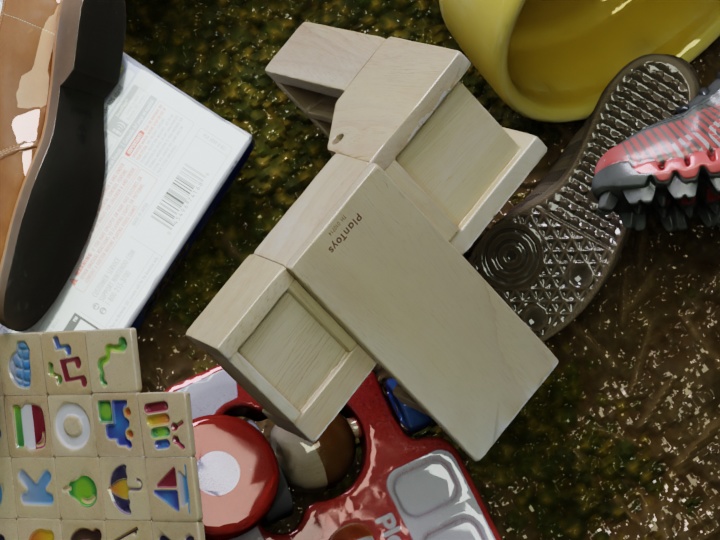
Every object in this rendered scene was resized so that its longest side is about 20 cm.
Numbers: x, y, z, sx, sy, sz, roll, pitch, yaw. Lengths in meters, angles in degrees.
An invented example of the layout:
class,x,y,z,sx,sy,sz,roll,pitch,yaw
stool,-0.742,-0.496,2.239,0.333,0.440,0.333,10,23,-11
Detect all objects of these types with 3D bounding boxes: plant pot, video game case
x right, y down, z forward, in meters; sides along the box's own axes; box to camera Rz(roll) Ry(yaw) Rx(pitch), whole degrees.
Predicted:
class,x,y,z,sx,sy,sz,roll,pitch,yaw
plant pot,0.106,-0.216,1.566,0.200,0.201,0.189,-34,61,-7
video game case,-0.187,-0.038,1.573,0.181,0.045,0.200,33,85,3

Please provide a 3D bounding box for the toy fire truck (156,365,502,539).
class,x,y,z,sx,sy,sz,roll,pitch,yaw
toy fire truck,-0.018,0.135,1.512,0.167,0.112,0.201,-23,76,-14

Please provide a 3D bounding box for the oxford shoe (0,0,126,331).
class,x,y,z,sx,sy,sz,roll,pitch,yaw
oxford shoe,-0.181,-0.066,1.529,0.071,0.071,0.201,6,79,22

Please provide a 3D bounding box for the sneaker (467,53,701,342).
class,x,y,z,sx,sy,sz,roll,pitch,yaw
sneaker,0.128,-0.033,1.575,0.070,0.076,0.200,40,102,9

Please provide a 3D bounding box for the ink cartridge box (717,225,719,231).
class,x,y,z,sx,sy,sz,roll,pitch,yaw
ink cartridge box,0.302,-0.049,1.562,0.199,0.084,0.147,-19,75,-4

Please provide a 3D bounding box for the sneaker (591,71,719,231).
class,x,y,z,sx,sy,sz,roll,pitch,yaw
sneaker,0.212,-0.085,1.496,0.199,0.071,0.098,-17,74,-4

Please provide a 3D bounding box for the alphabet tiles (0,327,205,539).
class,x,y,z,sx,sy,sz,roll,pitch,yaw
alphabet tiles,-0.160,0.115,1.494,0.199,0.006,0.167,-3,94,39

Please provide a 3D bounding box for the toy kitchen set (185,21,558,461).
class,x,y,z,sx,sy,sz,roll,pitch,yaw
toy kitchen set,0.000,0.000,1.528,0.200,0.180,0.163,-50,119,-11
